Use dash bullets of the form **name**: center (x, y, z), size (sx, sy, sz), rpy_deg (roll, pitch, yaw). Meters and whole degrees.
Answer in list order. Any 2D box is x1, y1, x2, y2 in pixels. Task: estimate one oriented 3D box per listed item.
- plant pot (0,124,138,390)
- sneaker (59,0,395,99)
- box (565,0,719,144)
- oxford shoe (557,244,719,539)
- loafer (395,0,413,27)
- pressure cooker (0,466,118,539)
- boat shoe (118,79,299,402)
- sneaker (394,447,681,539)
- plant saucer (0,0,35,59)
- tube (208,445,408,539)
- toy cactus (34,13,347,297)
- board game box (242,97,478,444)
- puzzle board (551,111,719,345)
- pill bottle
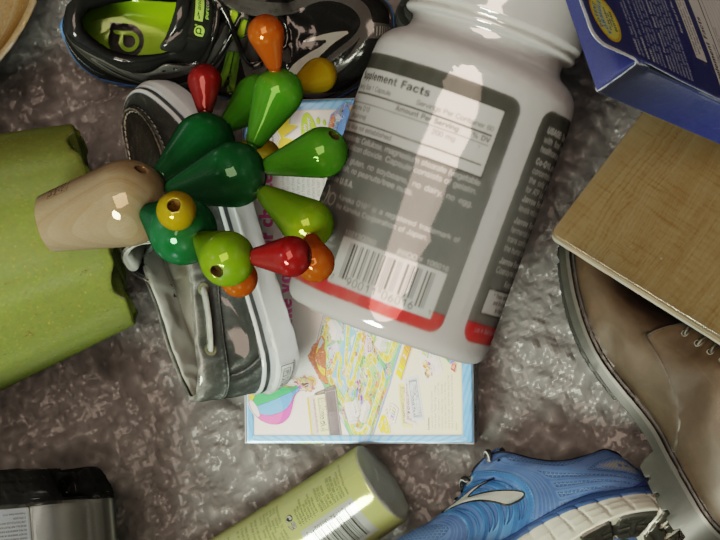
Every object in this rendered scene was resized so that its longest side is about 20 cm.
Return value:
- **plant pot**: center (-0.234, 0.000, 0.982), size (0.190, 0.200, 0.200), rpy_deg (-18, 82, -7)
- **sneaker**: center (-0.080, -0.136, 1.007), size (0.200, 0.083, 0.071), rpy_deg (2, 86, 6)
- **box**: center (0.157, -0.131, 0.898), size (0.032, 0.200, 0.121), rpy_deg (-35, 55, 33)
- **oxford shoe**: center (0.177, 0.051, 0.941), size (0.084, 0.073, 0.200), rpy_deg (-39, 69, 28)
- **loafer**: center (0.120, -0.165, 1.001), size (0.200, 0.063, 0.072), rpy_deg (-22, 41, 5)
- **pressure cooker**: center (-0.216, 0.212, 0.943), size (0.176, 0.179, 0.200), rpy_deg (-9, 82, 16)
- **boat shoe**: center (-0.100, -0.020, 0.963), size (0.071, 0.072, 0.200), rpy_deg (-12, 66, -32)
- **sneaker**: center (0.072, 0.153, 0.958), size (0.200, 0.089, 0.079), rpy_deg (-16, 125, -8)
- **plant saucer**: center (-0.282, -0.169, 1.040), size (0.200, 0.035, 0.200), rpy_deg (-3, 68, 8)
- **tube**: center (-0.065, 0.175, 0.996), size (0.200, 0.052, 0.058), rpy_deg (-36, 37, 12)
- **toy cactus**: center (-0.089, -0.048, 0.883), size (0.165, 0.102, 0.200), rpy_deg (-14, 41, 9)
- **board game box**: center (0.000, 0.000, 0.999), size (0.134, 0.034, 0.200), rpy_deg (0, 89, 8)
- **puzzle board**: center (0.219, -0.046, 0.947), size (0.151, 0.017, 0.200), rpy_deg (33, 62, 13)
- **pill bottle**: center (0.046, -0.061, 0.918), size (0.114, 0.114, 0.200), rpy_deg (20, 92, 10)
